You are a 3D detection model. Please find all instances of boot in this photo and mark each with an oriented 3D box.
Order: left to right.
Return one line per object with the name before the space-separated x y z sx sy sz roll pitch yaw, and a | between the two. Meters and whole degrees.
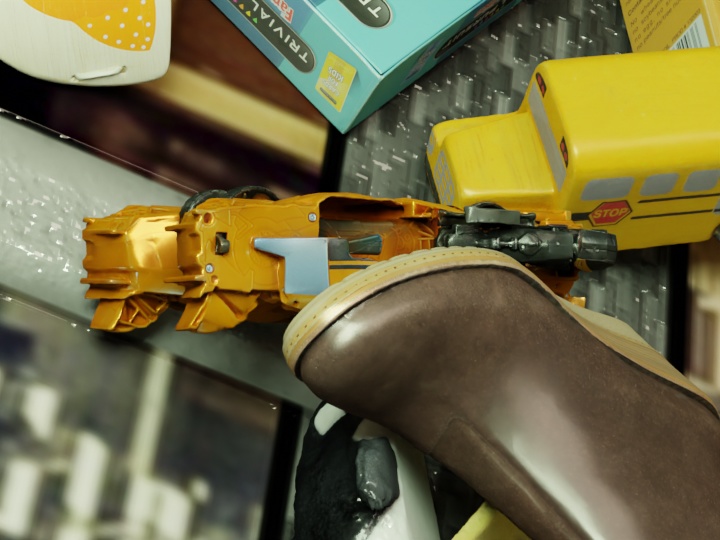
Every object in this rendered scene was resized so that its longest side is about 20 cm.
boot | 0.077 0.076 0.913 0.200 0.072 0.167 9 41 -44

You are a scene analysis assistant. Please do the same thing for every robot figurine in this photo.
robot figurine | 0.000 0.000 0.999 0.199 0.145 0.058 3 88 -31

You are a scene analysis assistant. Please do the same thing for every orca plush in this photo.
orca plush | -0.004 0.133 0.945 0.105 0.071 0.201 50 26 -66

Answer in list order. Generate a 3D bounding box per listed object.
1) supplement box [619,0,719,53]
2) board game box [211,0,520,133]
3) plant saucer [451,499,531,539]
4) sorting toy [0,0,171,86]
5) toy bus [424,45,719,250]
supplement box | 0.171 -0.139 1.256 0.066 0.069 0.200 12 52 -26
board game box | 0.008 -0.172 1.177 0.151 0.047 0.200 46 51 7
plant saucer | 0.128 0.148 0.990 0.200 0.048 0.200 42 34 4
sorting toy | -0.180 -0.179 1.060 0.179 0.107 0.200 -6 57 -14
toy bus | 0.133 -0.053 1.123 0.199 0.078 0.065 -6 58 -15
